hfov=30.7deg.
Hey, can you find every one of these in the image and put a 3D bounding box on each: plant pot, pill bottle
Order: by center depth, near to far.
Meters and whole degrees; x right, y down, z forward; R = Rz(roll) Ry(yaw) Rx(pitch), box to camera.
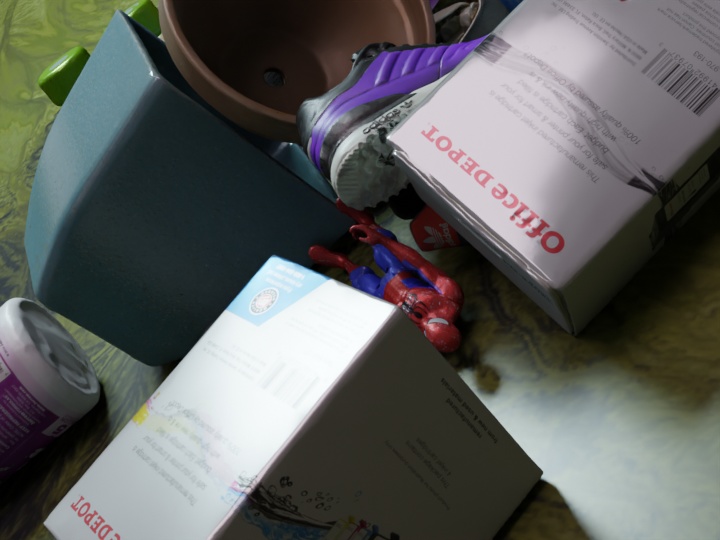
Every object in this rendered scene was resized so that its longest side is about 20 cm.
[{"bbox_3d":[-0.053,-0.164,0.951,0.202,0.200,0.093,-64,6,-33],"label":"plant pot"},{"bbox_3d":[-0.157,-0.046,1.026,0.201,0.196,0.196,-51,30,8],"label":"plant pot"},{"bbox_3d":[-0.318,0.124,1.061,0.199,0.112,0.112,-39,31,5],"label":"pill bottle"}]

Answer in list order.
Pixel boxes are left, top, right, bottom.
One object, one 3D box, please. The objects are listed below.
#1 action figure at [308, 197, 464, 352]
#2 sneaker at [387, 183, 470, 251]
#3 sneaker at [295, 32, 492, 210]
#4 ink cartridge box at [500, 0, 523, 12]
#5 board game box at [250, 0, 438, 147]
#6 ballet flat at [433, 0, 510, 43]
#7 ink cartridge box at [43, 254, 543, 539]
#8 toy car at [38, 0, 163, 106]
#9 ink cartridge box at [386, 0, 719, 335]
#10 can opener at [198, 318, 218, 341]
[{"bbox_3d":[0.000,0.000,0.865,0.066,0.098,0.200,-61,32,9],"label":"action figure"},{"bbox_3d":[0.051,-0.085,0.924,0.084,0.075,0.201,-21,34,7],"label":"sneaker"},{"bbox_3d":[0.044,-0.124,0.856,0.199,0.070,0.100,-28,46,-19],"label":"sneaker"},{"bbox_3d":[0.193,-0.309,1.042,0.199,0.085,0.145,-16,40,39],"label":"ink cartridge box"},{"bbox_3d":[-0.019,-0.199,1.035,0.201,0.120,0.032,-53,22,10],"label":"board game box"},{"bbox_3d":[0.040,-0.147,1.035,0.200,0.064,0.067,-48,26,-8],"label":"ballet flat"},{"bbox_3d":[-0.037,0.123,0.707,0.200,0.145,0.147,-49,31,-12],"label":"ink cartridge box"},{"bbox_3d":[-0.190,-0.182,1.263,0.157,0.165,0.201,-30,23,19],"label":"toy car"},{"bbox_3d":[0.137,-0.086,0.770,0.200,0.083,0.145,-45,65,-4],"label":"ink cartridge box"},{"bbox_3d":[-0.110,0.121,0.869,0.053,0.067,0.201,-20,37,33],"label":"can opener"}]
